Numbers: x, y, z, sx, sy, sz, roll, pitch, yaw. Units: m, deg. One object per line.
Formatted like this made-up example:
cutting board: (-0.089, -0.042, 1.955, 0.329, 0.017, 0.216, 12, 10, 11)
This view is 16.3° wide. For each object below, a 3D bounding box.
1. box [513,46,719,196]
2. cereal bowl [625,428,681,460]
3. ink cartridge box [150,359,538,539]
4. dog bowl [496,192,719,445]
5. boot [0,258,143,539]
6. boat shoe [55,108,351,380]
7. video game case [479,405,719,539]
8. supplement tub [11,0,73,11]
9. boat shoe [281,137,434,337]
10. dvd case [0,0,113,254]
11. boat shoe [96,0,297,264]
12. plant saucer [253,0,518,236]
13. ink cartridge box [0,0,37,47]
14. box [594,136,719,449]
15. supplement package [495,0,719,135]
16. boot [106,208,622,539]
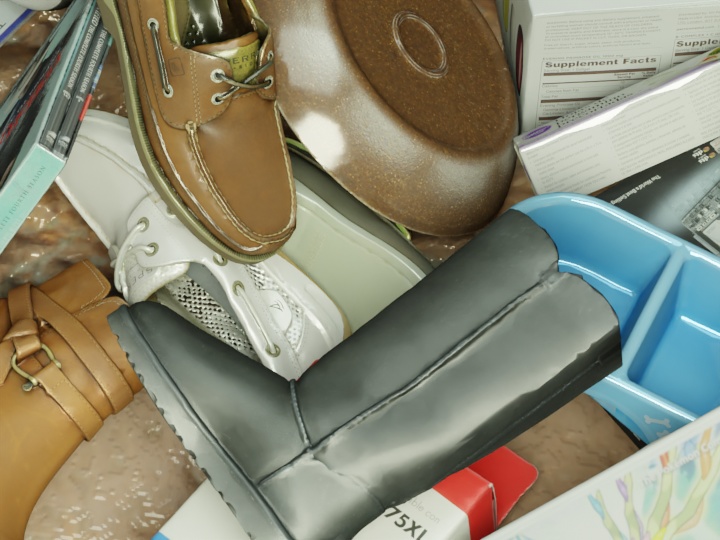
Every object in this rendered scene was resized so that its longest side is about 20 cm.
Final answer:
box: (0.181, -0.091, 1.351, 0.199, 0.042, 0.039, -25, 13, 4)
cereal bowl: (0.191, 0.172, 1.188, 0.199, 0.083, 0.201, -3, 79, 17)
ink cartridge box: (-0.014, 0.129, 1.232, 0.116, 0.067, 0.200, 34, 68, 21)
dog bowl: (0.141, 0.031, 1.260, 0.199, 0.050, 0.112, 27, 62, 8)
boot: (-0.162, 0.088, 1.273, 0.155, 0.077, 0.200, -26, 48, -15)
boat shoe: (-0.096, -0.006, 1.313, 0.200, 0.071, 0.069, 40, 47, 11)
video game case: (0.153, 0.172, 1.146, 0.200, 0.022, 0.183, -31, 72, 12)
supplement tub: (-0.139, -0.248, 1.431, 0.122, 0.123, 0.200, 36, 61, 22)
boat shoe: (0.001, -0.002, 1.336, 0.202, 0.072, 0.060, 40, 34, 14)
dvd case: (-0.175, -0.068, 1.308, 0.022, 0.146, 0.200, 32, 34, -14)
boat shoe: (-0.079, -0.100, 1.266, 0.072, 0.068, 0.201, -28, 96, -39)
plant saucer: (0.022, -0.115, 1.362, 0.200, 0.037, 0.201, 30, 42, -31)
ink cartridge box: (-0.256, -0.201, 1.489, 0.200, 0.041, 0.200, 33, 61, 16)
box: (0.201, 0.008, 1.344, 0.200, 0.050, 0.158, -30, 61, -20)
supplement package: (0.155, -0.191, 1.448, 0.155, 0.111, 0.201, -5, 54, -4)
boot: (0.002, 0.032, 1.198, 0.200, 0.066, 0.165, -36, 75, -5)
